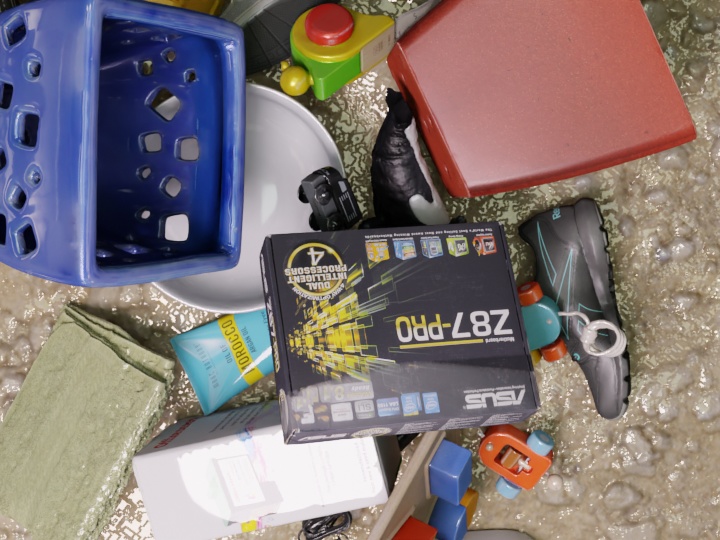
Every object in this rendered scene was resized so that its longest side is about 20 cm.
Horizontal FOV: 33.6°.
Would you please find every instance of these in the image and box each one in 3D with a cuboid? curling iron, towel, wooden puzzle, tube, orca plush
[{"bbox_3d":[0.020,0.181,1.090,0.050,0.026,0.200,39,81,26],"label":"curling iron"},{"bbox_3d":[-0.249,0.142,1.047,0.148,0.036,0.200,27,91,30],"label":"towel"},{"bbox_3d":[0.055,0.212,0.986,0.046,0.185,0.200,17,58,17],"label":"wooden puzzle"},{"bbox_3d":[-0.069,0.050,1.074,0.200,0.050,0.078,-28,72,3],"label":"tube"},{"bbox_3d":[0.034,-0.049,1.015,0.071,0.200,0.105,-35,54,-22],"label":"orca plush"}]

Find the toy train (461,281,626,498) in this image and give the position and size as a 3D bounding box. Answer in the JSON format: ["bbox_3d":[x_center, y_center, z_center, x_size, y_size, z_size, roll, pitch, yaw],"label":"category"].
[{"bbox_3d":[0.145,0.099,1.061,0.150,0.056,0.200,27,116,1],"label":"toy train"}]

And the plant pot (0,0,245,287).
[{"bbox_3d":[-0.212,-0.095,0.901,0.179,0.200,0.201,3,94,26],"label":"plant pot"}]

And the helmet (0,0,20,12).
[{"bbox_3d":[-0.371,-0.194,0.972,0.190,0.200,0.200,33,93,-25],"label":"helmet"}]

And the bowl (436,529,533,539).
[{"bbox_3d":[0.086,0.348,1.086,0.199,0.075,0.200,-8,95,-3],"label":"bowl"}]

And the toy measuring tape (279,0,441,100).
[{"bbox_3d":[0.000,-0.216,1.038,0.200,0.074,0.074,-40,95,-23],"label":"toy measuring tape"}]

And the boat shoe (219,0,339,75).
[{"bbox_3d":[-0.061,-0.251,1.043,0.202,0.074,0.065,-44,60,4],"label":"boat shoe"}]

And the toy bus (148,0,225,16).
[{"bbox_3d":[-0.211,-0.272,0.971,0.199,0.192,0.136,22,95,-2],"label":"toy bus"}]

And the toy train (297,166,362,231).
[{"bbox_3d":[0.000,0.000,1.011,0.046,0.034,0.200,-39,123,-30],"label":"toy train"}]

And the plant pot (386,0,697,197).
[{"bbox_3d":[0.130,-0.157,0.984,0.176,0.200,0.200,-26,95,-1],"label":"plant pot"}]

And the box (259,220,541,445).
[{"bbox_3d":[0.028,0.046,0.935,0.199,0.049,0.162,-3,70,-15],"label":"box"}]

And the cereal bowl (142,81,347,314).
[{"bbox_3d":[-0.110,-0.064,1.042,0.199,0.083,0.201,0,94,-2],"label":"cereal bowl"}]

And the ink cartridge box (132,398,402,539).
[{"bbox_3d":[-0.074,0.161,1.016,0.199,0.145,0.084,-13,93,7],"label":"ink cartridge box"}]

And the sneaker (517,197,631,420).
[{"bbox_3d":[0.196,0.038,1.077,0.079,0.075,0.201,-12,88,12],"label":"sneaker"}]
